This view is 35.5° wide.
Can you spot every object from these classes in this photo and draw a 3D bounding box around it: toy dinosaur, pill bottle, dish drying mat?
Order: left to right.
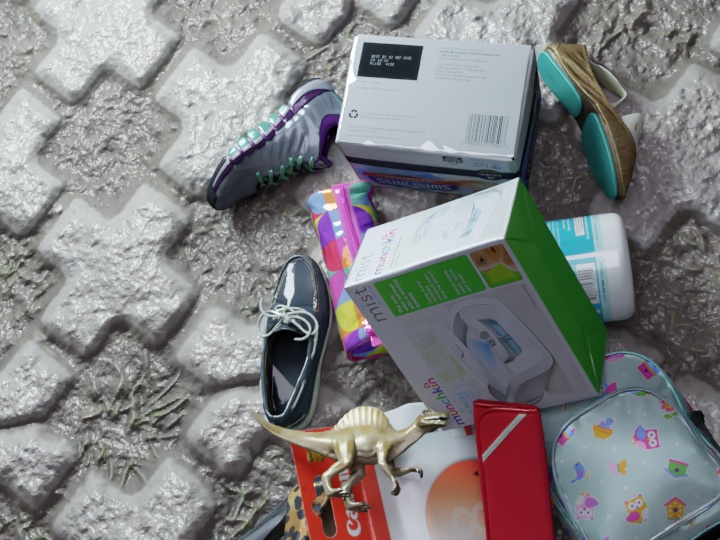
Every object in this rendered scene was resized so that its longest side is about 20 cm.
[{"bbox_3d":[-0.010,0.179,1.103,0.198,0.058,0.102,-3,57,6],"label":"toy dinosaur"},{"bbox_3d":[0.147,0.224,1.068,0.076,0.018,0.202,1,102,37],"label":"dish drying mat"},{"bbox_3d":[0.180,0.007,1.170,0.198,0.111,0.112,-7,72,11],"label":"pill bottle"}]

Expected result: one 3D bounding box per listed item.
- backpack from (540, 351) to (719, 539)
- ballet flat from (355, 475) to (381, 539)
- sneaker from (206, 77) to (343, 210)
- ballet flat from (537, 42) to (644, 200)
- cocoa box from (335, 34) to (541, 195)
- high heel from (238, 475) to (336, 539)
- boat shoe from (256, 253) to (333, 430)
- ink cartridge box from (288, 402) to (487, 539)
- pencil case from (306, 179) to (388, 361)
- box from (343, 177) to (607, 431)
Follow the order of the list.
[{"bbox_3d":[0.253,0.182,1.081,0.175,0.153,0.201,-35,62,7],"label":"backpack"},{"bbox_3d":[0.030,0.287,1.151,0.074,0.068,0.202,-4,71,-9],"label":"ballet flat"},{"bbox_3d":[-0.087,-0.130,1.300,0.200,0.074,0.088,-45,74,-3],"label":"sneaker"},{"bbox_3d":[0.266,-0.172,1.237,0.072,0.068,0.201,-18,65,-13],"label":"ballet flat"},{"bbox_3d":[0.090,-0.166,1.233,0.198,0.131,0.135,7,75,16],"label":"cocoa box"},{"bbox_3d":[-0.037,0.314,1.136,0.142,0.071,0.201,-42,60,18],"label":"high heel"},{"bbox_3d":[-0.077,0.073,1.239,0.074,0.062,0.202,5,74,17],"label":"boat shoe"},{"bbox_3d":[0.041,0.218,1.123,0.198,0.050,0.164,-3,68,-25],"label":"ink cartridge box"},{"bbox_3d":[0.000,0.000,1.232,0.088,0.088,0.202,-20,69,7],"label":"pencil case"},{"bbox_3d":[0.113,0.037,1.071,0.175,0.201,0.097,-17,32,30],"label":"box"}]
